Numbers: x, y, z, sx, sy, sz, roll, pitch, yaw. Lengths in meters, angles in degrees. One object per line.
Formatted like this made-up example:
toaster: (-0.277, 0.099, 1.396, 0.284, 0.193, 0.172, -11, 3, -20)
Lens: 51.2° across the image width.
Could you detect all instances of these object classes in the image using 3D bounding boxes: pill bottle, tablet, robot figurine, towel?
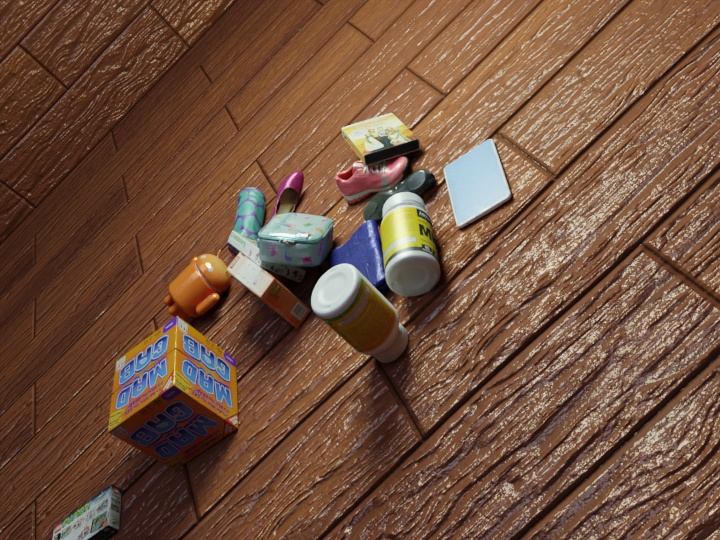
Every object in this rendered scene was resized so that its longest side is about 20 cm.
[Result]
pill bottle: (0.005, 0.089, 1.419, 0.109, 0.200, 0.113, -25, 41, 25)
tablet: (0.244, -0.186, 1.586, 0.128, 0.014, 0.203, -30, 39, 22)
robot figurine: (-0.420, 0.039, 1.956, 0.199, 0.117, 0.144, -42, 13, 6)
pill bottle: (0.097, -0.058, 1.532, 0.113, 0.114, 0.203, -28, 41, 22)
towel: (0.000, 0.000, 1.638, 0.147, 0.049, 0.203, -39, 37, 22)

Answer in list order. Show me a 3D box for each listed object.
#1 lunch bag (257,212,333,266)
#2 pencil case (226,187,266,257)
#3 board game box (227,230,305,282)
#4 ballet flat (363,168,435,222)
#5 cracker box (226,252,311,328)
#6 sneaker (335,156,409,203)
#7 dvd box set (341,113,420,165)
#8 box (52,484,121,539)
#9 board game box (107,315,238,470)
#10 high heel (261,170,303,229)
lunch bag: (-0.149, -0.073, 1.716, 0.156, 0.079, 0.200, 9, 20, 8)
pencil case: (-0.305, -0.125, 2.016, 0.091, 0.085, 0.204, -22, 43, 28)
board game box: (-0.230, -0.035, 1.824, 0.199, 0.125, 0.035, 31, 96, 52)
ballet flat: (0.087, -0.161, 1.704, 0.198, 0.056, 0.068, -30, 67, 30)
cracker box: (-0.213, 0.044, 1.731, 0.058, 0.134, 0.199, -51, 37, -7)
sneaker: (0.023, -0.226, 1.781, 0.197, 0.087, 0.075, -21, 44, 30)
dvd box set: (0.047, -0.323, 1.830, 0.143, 0.030, 0.201, -17, 33, -8)
box: (-0.636, 0.595, 1.736, 0.198, 0.035, 0.111, -36, 38, 15)
board game box: (-0.410, 0.273, 1.665, 0.198, 0.200, 0.202, -33, 38, 17)
high heel: (-0.189, -0.163, 1.949, 0.204, 0.066, 0.096, -65, 28, 1)
